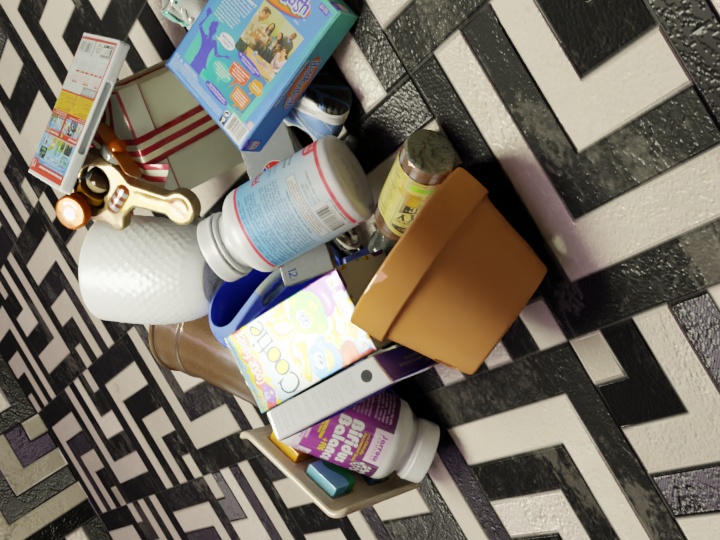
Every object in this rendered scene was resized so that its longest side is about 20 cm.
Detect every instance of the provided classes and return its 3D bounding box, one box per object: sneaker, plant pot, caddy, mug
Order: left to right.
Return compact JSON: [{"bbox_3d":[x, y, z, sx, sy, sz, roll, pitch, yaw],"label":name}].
[{"bbox_3d":[-0.262,-0.013,1.594,0.173,0.200,0.149,4,124,21],"label":"mug"},{"bbox_3d":[-0.206,-0.323,1.451,0.075,0.088,0.202,2,119,54],"label":"sneaker"},{"bbox_3d":[-0.171,0.096,1.690,0.197,0.200,0.202,26,138,32],"label":"plant pot"},{"bbox_3d":[-0.107,0.040,1.530,0.141,0.200,0.105,33,157,33],"label":"caddy"},{"bbox_3d":[-0.094,-0.221,1.384,0.200,0.075,0.077,44,143,27],"label":"sneaker"},{"bbox_3d":[0.101,0.013,1.205,0.140,0.200,0.201,36,147,6],"label":"plant pot"}]

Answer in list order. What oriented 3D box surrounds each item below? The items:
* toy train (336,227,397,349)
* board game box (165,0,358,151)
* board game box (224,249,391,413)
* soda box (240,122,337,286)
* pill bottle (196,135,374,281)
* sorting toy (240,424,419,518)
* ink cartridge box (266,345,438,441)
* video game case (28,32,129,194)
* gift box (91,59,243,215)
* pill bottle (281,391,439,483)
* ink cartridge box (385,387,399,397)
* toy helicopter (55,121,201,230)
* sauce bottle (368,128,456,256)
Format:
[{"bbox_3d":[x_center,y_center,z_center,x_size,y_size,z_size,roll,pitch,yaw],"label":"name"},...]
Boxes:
[{"bbox_3d":[0.000,0.000,1.455,0.202,0.084,0.116,66,167,1],"label":"toy train"},{"bbox_3d":[-0.116,-0.261,1.313,0.152,0.045,0.200,49,115,18],"label":"board game box"},{"bbox_3d":[-0.046,0.072,1.360,0.199,0.105,0.104,-32,84,35],"label":"board game box"},{"bbox_3d":[-0.091,-0.086,1.457,0.063,0.068,0.202,-9,-101,-85],"label":"soda box"},{"bbox_3d":[-0.091,-0.067,1.362,0.199,0.109,0.110,-28,95,18],"label":"pill bottle"},{"bbox_3d":[-0.038,0.253,1.570,0.199,0.184,0.037,33,113,30],"label":"sorting toy"},{"bbox_3d":[0.013,0.126,1.342,0.199,0.198,0.044,-26,85,17],"label":"ink cartridge box"},{"bbox_3d":[-0.364,-0.206,1.485,0.143,0.017,0.202,24,92,55],"label":"video game case"},{"bbox_3d":[-0.276,-0.196,1.574,0.199,0.186,0.186,-1,116,58],"label":"gift box"},{"bbox_3d":[-0.001,0.207,1.522,0.198,0.113,0.112,22,149,-8],"label":"pill bottle"},{"bbox_3d":[0.000,0.213,1.672,0.119,0.042,0.201,48,147,19],"label":"ink cartridge box"},{"bbox_3d":[-0.296,-0.111,1.487,0.198,0.079,0.134,15,117,15],"label":"toy helicopter"},{"bbox_3d":[0.052,-0.077,1.307,0.065,0.064,0.201,49,151,16],"label":"sauce bottle"}]
